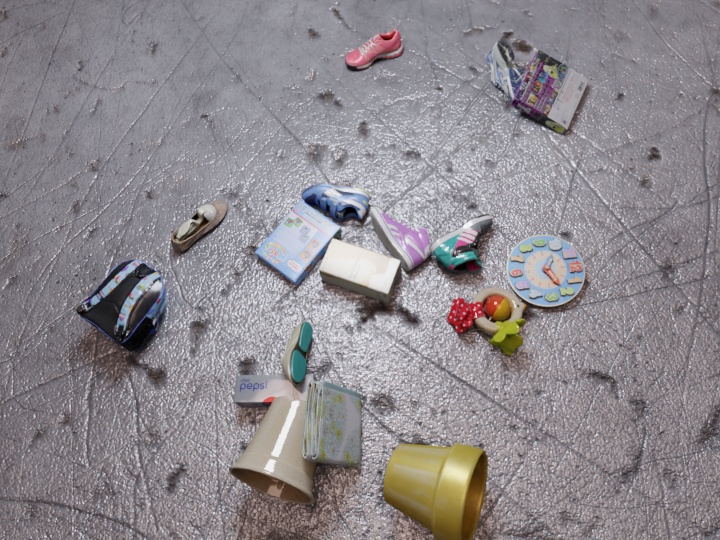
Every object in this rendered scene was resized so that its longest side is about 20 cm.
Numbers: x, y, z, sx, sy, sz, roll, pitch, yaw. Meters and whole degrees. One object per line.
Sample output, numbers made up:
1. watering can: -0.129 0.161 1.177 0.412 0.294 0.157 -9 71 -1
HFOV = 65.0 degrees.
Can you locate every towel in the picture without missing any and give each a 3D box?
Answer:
1. towel: -0.059 0.348 1.278 0.048 0.199 0.174 -11 64 30

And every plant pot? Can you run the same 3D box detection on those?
1. plant pot: -0.168 0.396 1.275 0.197 0.202 0.185 13 57 11
2. plant pot: 0.158 0.463 1.212 0.186 0.201 0.203 8 66 26

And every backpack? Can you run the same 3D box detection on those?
1. backpack: -0.596 0.084 1.470 0.181 0.135 0.201 28 72 17

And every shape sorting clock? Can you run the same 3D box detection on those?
1. shape sorting clock: 0.478 -0.002 1.462 0.196 0.039 0.203 -2 66 4

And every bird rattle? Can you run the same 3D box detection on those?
1. bird rattle: 0.325 0.114 1.415 0.198 0.114 0.163 27 59 30

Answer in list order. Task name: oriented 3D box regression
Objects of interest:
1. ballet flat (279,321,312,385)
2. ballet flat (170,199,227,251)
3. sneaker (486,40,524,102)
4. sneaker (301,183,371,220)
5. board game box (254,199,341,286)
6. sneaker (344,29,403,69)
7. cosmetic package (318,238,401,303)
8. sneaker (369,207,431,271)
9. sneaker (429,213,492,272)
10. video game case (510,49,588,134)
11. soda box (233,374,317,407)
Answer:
1. ballet flat: -0.162 0.207 1.380 0.068 0.070 0.201 4 35 7
2. ballet flat: -0.454 -0.135 1.592 0.068 0.067 0.201 35 73 18
3. sneaker: 0.441 -0.584 1.711 0.076 0.085 0.203 -16 85 -29
4. sneaker: -0.072 -0.188 1.578 0.196 0.074 0.084 6 69 9
5. board game box: -0.170 -0.079 1.557 0.150 0.037 0.201 34 73 18
6. sneaker: 0.039 -0.710 1.790 0.197 0.087 0.075 -22 65 -4
7. cosmetic package: 0.000 0.000 1.487 0.197 0.071 0.106 17 69 12
8. sneaker: 0.114 -0.105 1.529 0.113 0.073 0.202 -33 78 -13
9. sneaker: 0.292 -0.060 1.482 0.198 0.084 0.122 -29 73 -16
10. video game case: 0.559 -0.526 1.664 0.180 0.036 0.202 29 71 -2
11. soda box: -0.205 0.294 1.380 0.196 0.064 0.069 -1 66 5
